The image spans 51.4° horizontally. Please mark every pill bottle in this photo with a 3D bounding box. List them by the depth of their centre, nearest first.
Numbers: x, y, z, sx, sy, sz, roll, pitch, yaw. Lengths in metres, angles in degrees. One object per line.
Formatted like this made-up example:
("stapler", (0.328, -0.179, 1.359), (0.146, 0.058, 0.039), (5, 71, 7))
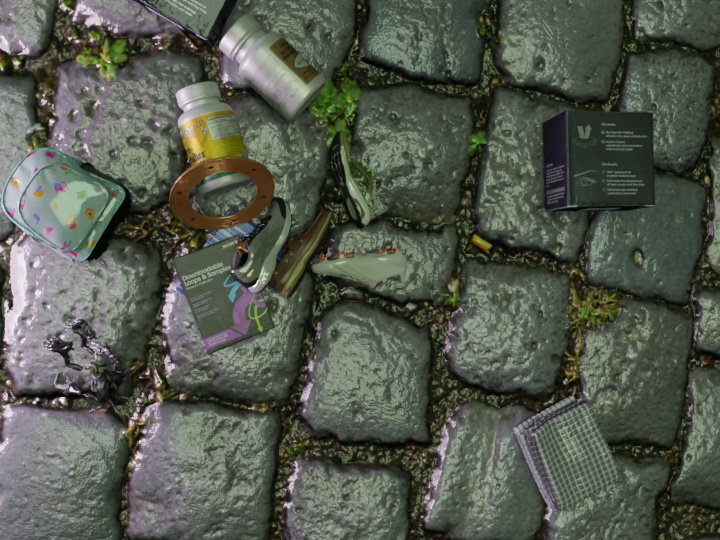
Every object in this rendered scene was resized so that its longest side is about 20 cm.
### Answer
("pill bottle", (-0.288, -0.256, 1.455), (0.112, 0.113, 0.201), (-18, 93, -10))
("pill bottle", (-0.175, -0.402, 1.477), (0.200, 0.114, 0.114), (43, 82, -7))

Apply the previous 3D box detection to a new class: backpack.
("backpack", (-0.554, -0.127, 1.388), (0.199, 0.153, 0.176), (31, 89, -2))

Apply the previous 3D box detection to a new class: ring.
("ring", (-0.260, -0.146, 1.408), (0.199, 0.201, 0.019), (-13, 58, -10))

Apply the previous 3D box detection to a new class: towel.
("towel", (-0.259, -0.005, 1.505), (0.144, 0.024, 0.201), (35, 85, -10))
("towel", (0.442, 0.389, 1.591), (0.165, 0.086, 0.201), (-24, 93, -11))

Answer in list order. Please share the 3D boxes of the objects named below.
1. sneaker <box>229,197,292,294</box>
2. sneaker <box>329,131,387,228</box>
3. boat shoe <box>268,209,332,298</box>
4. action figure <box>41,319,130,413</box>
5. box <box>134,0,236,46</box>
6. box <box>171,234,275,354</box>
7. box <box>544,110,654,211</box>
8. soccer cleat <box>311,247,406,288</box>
("sneaker", (-0.191, -0.059, 1.453), (0.079, 0.074, 0.201), (30, 64, -27))
("sneaker", (-0.002, -0.191, 1.536), (0.088, 0.077, 0.201), (-21, 98, -23))
("boat shoe", (-0.121, -0.044, 1.494), (0.067, 0.072, 0.201), (29, 70, 3))
("action figure", (-0.511, 0.183, 1.414), (0.119, 0.102, 0.201), (-50, 140, -34))
("box", (-0.328, -0.571, 1.434), (0.196, 0.117, 0.201), (29, 97, -9))
("box", (-0.269, 0.046, 1.475), (0.142, 0.036, 0.201), (-22, 95, -11))
("box", (0.504, -0.229, 1.588), (0.195, 0.117, 0.202), (-1, 90, -10))
("soccer cleat", (0.000, 0.000, 1.528), (0.199, 0.069, 0.078), (-6, 94, -13))
